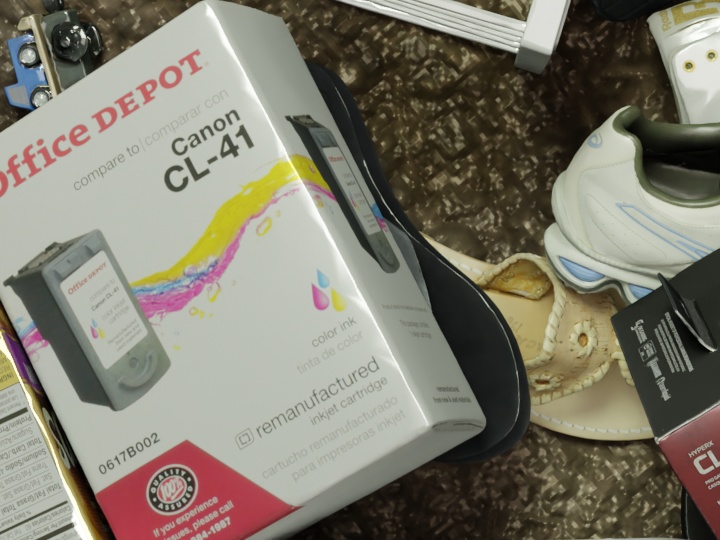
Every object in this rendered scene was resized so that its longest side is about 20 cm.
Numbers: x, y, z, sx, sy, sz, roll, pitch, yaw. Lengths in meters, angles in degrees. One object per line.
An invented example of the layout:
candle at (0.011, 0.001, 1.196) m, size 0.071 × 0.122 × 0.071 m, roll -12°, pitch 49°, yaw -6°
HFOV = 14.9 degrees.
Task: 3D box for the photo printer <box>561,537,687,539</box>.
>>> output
photo printer at (0.066, 0.147, 1.141) m, size 0.199 × 0.166 × 0.070 m, roll -3°, pitch 83°, yaw 19°

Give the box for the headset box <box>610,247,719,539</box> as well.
headset box at (0.176, 0.086, 1.096) m, size 0.075 × 0.149 × 0.200 m, roll -31°, pitch 106°, yaw 7°

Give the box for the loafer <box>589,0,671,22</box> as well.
loafer at (0.159, -0.199, 1.208) m, size 0.200 × 0.073 × 0.072 m, roll -49°, pitch 62°, yaw 7°

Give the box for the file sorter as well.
file sorter at (0.039, -0.169, 1.137) m, size 0.124 × 0.200 × 0.139 m, roll 17°, pitch 93°, yaw 2°

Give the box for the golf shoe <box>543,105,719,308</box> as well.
golf shoe at (0.182, -0.019, 1.165) m, size 0.199 × 0.097 × 0.079 m, roll 8°, pitch 52°, yaw -7°

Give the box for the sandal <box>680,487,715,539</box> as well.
sandal at (0.184, 0.065, 1.206) m, size 0.075 × 0.045 × 0.201 m, roll 5°, pitch 82°, yaw -10°

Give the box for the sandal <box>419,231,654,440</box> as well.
sandal at (0.069, 0.026, 1.209) m, size 0.211 × 0.070 × 0.078 m, roll 19°, pitch 93°, yaw -2°

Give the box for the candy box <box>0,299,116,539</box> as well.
candy box at (-0.156, 0.062, 1.154) m, size 0.056 × 0.117 × 0.201 m, roll -24°, pitch 74°, yaw -2°

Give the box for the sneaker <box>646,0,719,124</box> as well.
sneaker at (0.183, -0.122, 1.185) m, size 0.115 × 0.074 × 0.201 m, roll 0°, pitch 111°, yaw 0°

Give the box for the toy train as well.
toy train at (-0.120, -0.024, 1.223) m, size 0.046 × 0.034 × 0.201 m, roll -13°, pitch 94°, yaw 12°

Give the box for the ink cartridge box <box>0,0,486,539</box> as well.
ink cartridge box at (-0.061, 0.012, 1.135) m, size 0.147 × 0.086 × 0.200 m, roll -31°, pitch 80°, yaw 15°

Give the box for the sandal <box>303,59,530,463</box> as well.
sandal at (-0.001, 0.000, 1.183) m, size 0.076 × 0.043 × 0.200 m, roll -38°, pitch 75°, yaw 15°
